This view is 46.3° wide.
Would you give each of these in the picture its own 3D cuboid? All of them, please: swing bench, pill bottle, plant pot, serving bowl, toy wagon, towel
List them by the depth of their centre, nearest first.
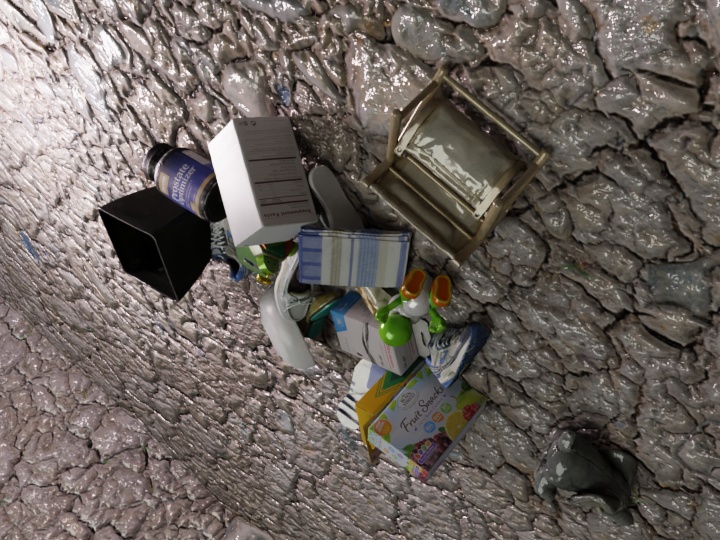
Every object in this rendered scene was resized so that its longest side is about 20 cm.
[{"bbox_3d":[0.130,-0.144,1.214,0.199,0.130,0.200,42,154,7],"label":"swing bench"},{"bbox_3d":[-0.012,-0.023,1.507,0.199,0.024,0.147,2,139,-1],"label":"towel"},{"bbox_3d":[-0.174,-0.072,1.589,0.039,0.201,0.155,-18,156,29],"label":"toy wagon"},{"bbox_3d":[-0.355,-0.188,1.753,0.200,0.112,0.112,30,145,25],"label":"pill bottle"},{"bbox_3d":[-0.171,0.134,1.856,0.201,0.066,0.200,62,173,14],"label":"serving bowl"},{"bbox_3d":[-0.439,-0.083,1.910,0.200,0.177,0.200,24,141,31],"label":"plant pot"}]

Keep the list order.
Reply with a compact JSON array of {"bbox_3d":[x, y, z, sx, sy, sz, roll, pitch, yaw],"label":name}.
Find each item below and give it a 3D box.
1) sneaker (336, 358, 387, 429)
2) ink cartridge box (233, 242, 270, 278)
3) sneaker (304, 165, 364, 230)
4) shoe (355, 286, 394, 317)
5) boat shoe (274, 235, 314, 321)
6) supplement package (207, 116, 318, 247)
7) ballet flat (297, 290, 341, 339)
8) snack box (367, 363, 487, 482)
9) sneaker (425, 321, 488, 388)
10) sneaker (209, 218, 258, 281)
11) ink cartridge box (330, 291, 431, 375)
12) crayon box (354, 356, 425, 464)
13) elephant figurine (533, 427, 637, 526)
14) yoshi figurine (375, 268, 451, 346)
[{"bbox_3d":[0.028,0.239,1.807,0.080,0.115,0.200,37,118,13],"label":"sneaker"},{"bbox_3d":[-0.216,-0.081,1.754,0.104,0.059,0.200,28,144,28],"label":"ink cartridge box"},{"bbox_3d":[-0.061,-0.099,1.549,0.099,0.071,0.200,3,124,54],"label":"sneaker"},{"bbox_3d":[0.000,0.000,1.601,0.053,0.070,0.200,-34,96,18],"label":"shoe"},{"bbox_3d":[-0.125,0.021,1.700,0.065,0.074,0.203,44,132,48],"label":"boat shoe"},{"bbox_3d":[-0.174,-0.156,1.490,0.117,0.117,0.201,-26,77,53],"label":"supplement package"},{"bbox_3d":[-0.097,0.082,1.796,0.071,0.071,0.200,43,148,7],"label":"ballet flat"},{"bbox_3d":[0.129,0.285,1.617,0.142,0.200,0.053,32,146,22],"label":"snack box"},{"bbox_3d":[0.162,0.141,1.525,0.085,0.077,0.200,43,148,14],"label":"sneaker"},{"bbox_3d":[-0.291,-0.064,1.841,0.077,0.085,0.200,-2,123,51],"label":"sneaker"},{"bbox_3d":[0.044,0.130,1.671,0.200,0.068,0.116,19,139,37],"label":"ink cartridge box"},{"bbox_3d":[0.057,0.273,1.689,0.051,0.200,0.126,24,141,32],"label":"crayon box"},{"bbox_3d":[0.414,0.364,1.461,0.200,0.155,0.142,28,102,10],"label":"elephant figurine"},{"bbox_3d":[0.087,0.078,1.500,0.113,0.112,0.200,59,155,12],"label":"yoshi figurine"}]
